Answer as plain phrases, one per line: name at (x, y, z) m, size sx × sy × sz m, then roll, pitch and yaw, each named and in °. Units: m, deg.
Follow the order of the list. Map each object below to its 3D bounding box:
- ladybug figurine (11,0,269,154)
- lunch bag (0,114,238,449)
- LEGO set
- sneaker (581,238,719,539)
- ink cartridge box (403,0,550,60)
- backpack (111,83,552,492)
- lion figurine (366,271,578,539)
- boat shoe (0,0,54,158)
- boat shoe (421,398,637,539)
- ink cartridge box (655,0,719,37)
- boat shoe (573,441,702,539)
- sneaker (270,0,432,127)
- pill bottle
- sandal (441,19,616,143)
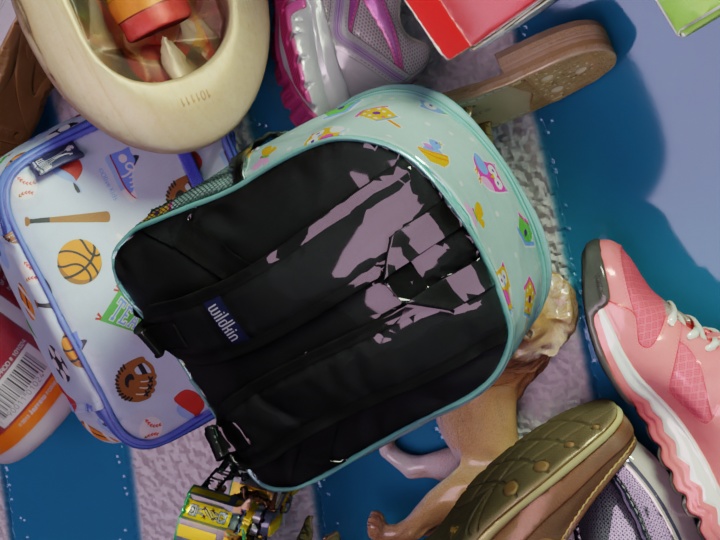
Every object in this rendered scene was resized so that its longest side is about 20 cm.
ladybug figurine at (-0.126, -0.157, 1.215) m, size 0.135 × 0.072 × 0.201 m, roll -20°, pitch 87°, yaw -9°
lunch bag at (-0.121, -0.009, 1.274) m, size 0.160 × 0.076 × 0.201 m, roll -27°, pitch 100°, yaw -21°
LEGO set at (-0.040, 0.178, 1.275) m, size 0.115 × 0.200 × 0.154 m, roll 15°, pitch 97°, yaw 7°
sneaker at (0.193, 0.059, 1.227) m, size 0.087 × 0.074 × 0.200 m, roll -28°, pitch 102°, yaw 14°
ink cartridge box at (0.044, -0.222, 1.130) m, size 0.084 × 0.176 × 0.200 m, roll -34°, pitch 93°, yaw 25°
backpack at (0.000, 0.000, 1.151) m, size 0.200 × 0.153 × 0.176 m, roll -27°, pitch 97°, yaw 37°
lion figurine at (0.066, 0.084, 1.279) m, size 0.122 × 0.073 × 0.201 m, roll 4°, pitch 121°, yaw 11°
boat shoe at (-0.208, -0.140, 1.303) m, size 0.200 × 0.071 × 0.069 m, roll -53°, pitch 54°, yaw 12°
boat shoe at (0.083, 0.156, 1.228) m, size 0.200 × 0.072 × 0.068 m, roll -45°, pitch 104°, yaw 4°
ink cartridge box at (0.206, -0.149, 1.107) m, size 0.076 × 0.148 × 0.200 m, roll -30°, pitch 94°, yaw 27°
boat shoe at (0.151, 0.194, 1.249) m, size 0.075 × 0.093 × 0.201 m, roll -17°, pitch 101°, yaw 50°
sneaker at (-0.014, -0.180, 1.222) m, size 0.088 × 0.081 × 0.201 m, roll -12°, pitch 88°, yaw -13°
pill bottle at (-0.259, 0.018, 1.309) m, size 0.200 × 0.113 × 0.113 m, roll 39°, pitch 116°, yaw -20°
sandal at (0.053, -0.061, 1.219) m, size 0.211 × 0.078 × 0.070 m, roll -27°, pitch 69°, yaw 20°
